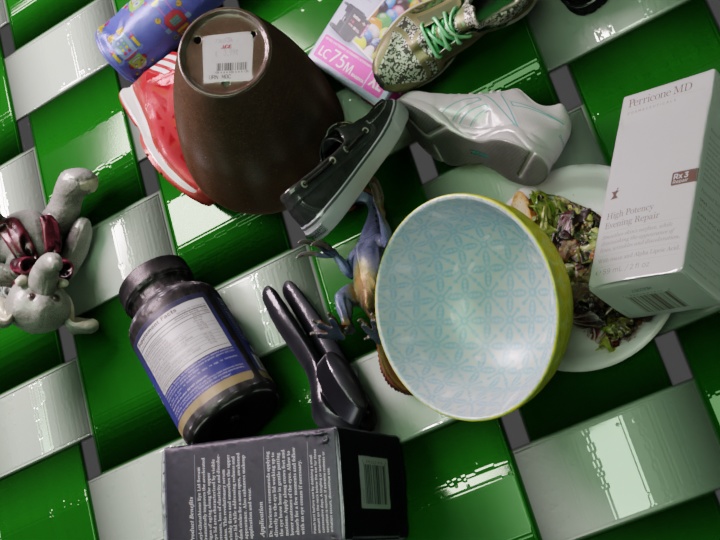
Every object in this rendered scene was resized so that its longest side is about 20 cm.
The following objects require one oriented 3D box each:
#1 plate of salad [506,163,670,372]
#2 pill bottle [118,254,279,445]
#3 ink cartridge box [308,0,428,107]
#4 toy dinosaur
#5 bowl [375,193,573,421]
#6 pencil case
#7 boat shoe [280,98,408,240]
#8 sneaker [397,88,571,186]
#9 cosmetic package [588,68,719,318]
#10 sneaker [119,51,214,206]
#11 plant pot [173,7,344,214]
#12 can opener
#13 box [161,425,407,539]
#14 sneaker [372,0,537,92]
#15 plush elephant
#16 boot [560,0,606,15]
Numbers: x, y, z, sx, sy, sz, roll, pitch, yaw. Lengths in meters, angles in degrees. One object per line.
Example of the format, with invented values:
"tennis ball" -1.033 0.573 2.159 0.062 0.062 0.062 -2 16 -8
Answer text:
"plate of salad" 0.204 -0.006 1.054 0.197 0.048 0.203 -6 75 25
"pill bottle" -0.179 0.085 1.189 0.112 0.112 0.201 -41 63 12
"ink cartridge box" 0.041 -0.282 1.205 0.119 0.042 0.201 37 94 28
"toy dinosaur" 0.000 0.000 1.147 0.104 0.202 0.183 -10 36 21
"bowl" 0.121 0.031 1.021 0.198 0.107 0.204 3 94 39
"pencil case" -0.225 -0.316 1.322 0.199 0.078 0.087 -39 45 14
"boat shoe" -0.013 -0.113 1.077 0.068 0.057 0.201 -33 19 47
"sneaker" 0.124 -0.147 1.124 0.199 0.071 0.080 24 62 35
"cosmetic package" 0.273 -0.066 0.975 0.101 0.074 0.203 -13 55 47
"sneaker" -0.196 -0.177 1.278 0.115 0.078 0.201 -43 65 13
"plant pot" -0.117 -0.178 1.139 0.184 0.200 0.190 -1 75 5
"can opener" -0.041 0.087 1.153 0.201 0.063 0.079 57 132 34
"box" -0.073 0.219 1.087 0.197 0.148 0.106 -12 74 25
"sneaker" 0.095 -0.251 1.118 0.199 0.089 0.077 -35 97 7
"plush elephant" -0.378 0.001 1.286 0.155 0.163 0.202 51 131 40
"boot" 0.237 -0.340 1.048 0.198 0.162 0.074 -45 65 11
